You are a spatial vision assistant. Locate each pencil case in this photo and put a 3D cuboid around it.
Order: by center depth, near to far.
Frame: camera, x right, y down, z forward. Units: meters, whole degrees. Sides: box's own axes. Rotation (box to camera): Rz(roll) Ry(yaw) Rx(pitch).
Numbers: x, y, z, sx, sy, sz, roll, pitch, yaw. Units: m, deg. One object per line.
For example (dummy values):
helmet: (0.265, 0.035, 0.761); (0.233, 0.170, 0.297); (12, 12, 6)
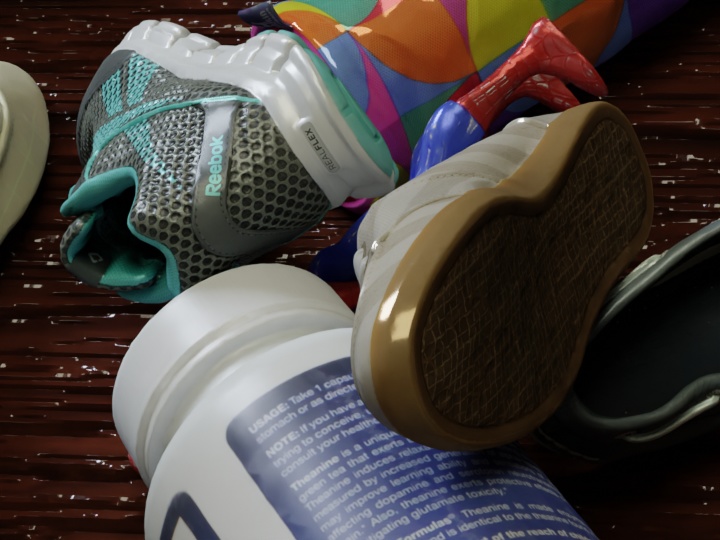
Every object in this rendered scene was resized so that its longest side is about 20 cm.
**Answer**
pencil case: (0.048, -0.101, 1.038); (0.200, 0.088, 0.088); (-31, 47, -22)

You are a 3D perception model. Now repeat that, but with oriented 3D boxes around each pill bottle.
pill bottle: (0.006, 0.087, 0.829); (0.111, 0.111, 0.200); (-25, 46, -15)

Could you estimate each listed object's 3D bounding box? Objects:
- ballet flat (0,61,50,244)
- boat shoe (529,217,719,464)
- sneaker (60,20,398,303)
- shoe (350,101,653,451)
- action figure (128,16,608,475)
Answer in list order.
ballet flat: (-0.156, -0.025, 1.012); (0.069, 0.069, 0.200); (0, 44, 11)
boat shoe: (0.143, 0.006, 0.902); (0.200, 0.062, 0.073); (-23, 88, -5)
sneaker: (-0.068, -0.031, 0.948); (0.091, 0.078, 0.200); (-40, 14, -17)
shoe: (0.034, 0.003, 0.837); (0.053, 0.070, 0.200); (-11, 14, 25)
action figure: (0.000, 0.000, 0.952); (0.200, 0.065, 0.052); (-40, 91, -10)
